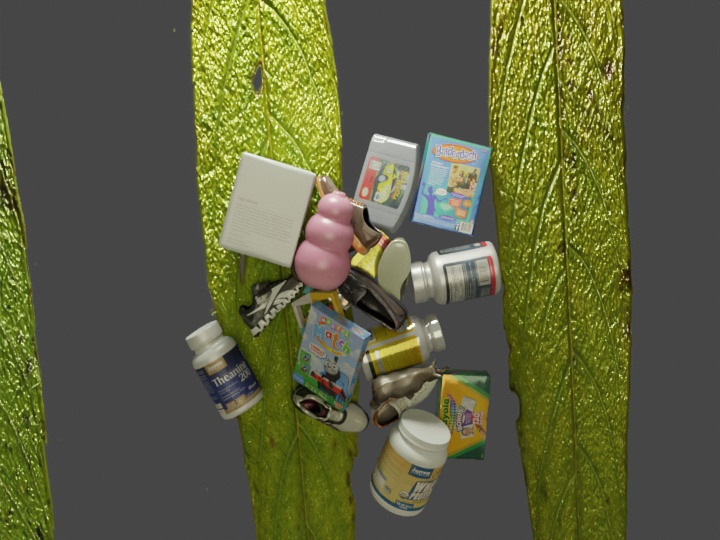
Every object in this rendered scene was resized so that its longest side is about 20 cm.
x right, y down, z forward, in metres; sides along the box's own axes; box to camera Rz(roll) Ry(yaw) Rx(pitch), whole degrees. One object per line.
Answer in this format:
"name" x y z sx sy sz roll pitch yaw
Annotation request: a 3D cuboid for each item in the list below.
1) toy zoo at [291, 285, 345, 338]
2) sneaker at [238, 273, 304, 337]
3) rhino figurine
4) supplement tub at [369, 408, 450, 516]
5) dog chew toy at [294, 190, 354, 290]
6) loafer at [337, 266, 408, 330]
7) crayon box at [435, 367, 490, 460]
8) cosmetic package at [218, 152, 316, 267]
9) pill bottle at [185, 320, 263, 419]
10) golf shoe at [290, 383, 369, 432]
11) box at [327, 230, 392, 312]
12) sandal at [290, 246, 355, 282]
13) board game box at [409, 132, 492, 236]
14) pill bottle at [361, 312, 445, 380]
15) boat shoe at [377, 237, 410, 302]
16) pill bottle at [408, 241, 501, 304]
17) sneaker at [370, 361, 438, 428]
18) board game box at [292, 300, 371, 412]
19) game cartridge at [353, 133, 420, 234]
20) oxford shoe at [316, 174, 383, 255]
"toy zoo" -0.085 0.126 1.668 0.129 0.020 0.205 -13 98 37
"sneaker" -0.201 0.052 1.667 0.090 0.067 0.200 44 94 -9
"rhino figurine" 0.110 0.249 1.648 0.195 0.088 0.061 -17 62 -10
"supplement tub" 0.114 0.436 1.675 0.141 0.145 0.204 18 112 -5
"dog chew toy" -0.068 -0.066 1.545 0.121 0.125 0.205 13 101 -5
"loafer" 0.015 0.060 1.615 0.198 0.063 0.073 34 123 1
"crayon box" 0.237 0.337 1.733 0.115 0.058 0.206 3 97 -4
"cosmetic package" -0.198 -0.134 1.593 0.162 0.167 0.205 16 97 -5
"pill bottle" -0.310 0.221 1.659 0.109 0.111 0.203 -28 98 0
"golf shoe" -0.071 0.332 1.701 0.196 0.088 0.079 23 94 -7
"box" 0.000 0.000 1.681 0.075 0.050 0.200 43 92 -6
"sandal" -0.073 -0.050 1.644 0.197 0.055 0.082 -30 57 -7
"board game box" 0.205 -0.195 1.672 0.148 0.045 0.205 13 97 -4
"pill bottle" 0.089 0.169 1.676 0.195 0.112 0.115 -18 98 -1
"boat shoe" 0.073 0.012 1.645 0.070 0.061 0.206 10 122 4
"pill bottle" 0.209 0.011 1.661 0.194 0.120 0.123 -10 98 -2
"sneaker" 0.109 0.297 1.709 0.200 0.085 0.073 -43 96 1
"board game box" -0.068 0.192 1.641 0.149 0.036 0.204 29 119 23
"game cartridge" 0.060 -0.192 1.633 0.130 0.041 0.205 17 92 22
"oxford shoe" -0.023 -0.136 1.613 0.072 0.071 0.202 -37 86 20
